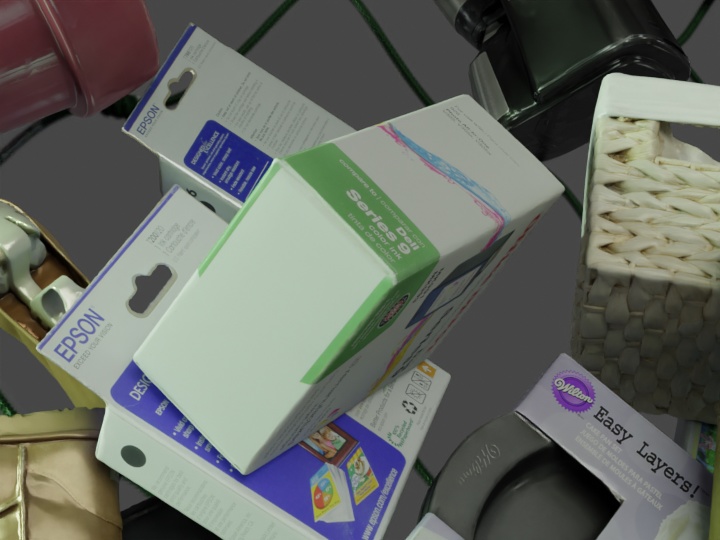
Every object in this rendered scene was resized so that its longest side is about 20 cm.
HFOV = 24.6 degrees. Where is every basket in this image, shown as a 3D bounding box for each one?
[{"bbox_3d":[0.191,-0.004,0.963,0.135,0.200,0.123,9,63,9],"label":"basket"}]

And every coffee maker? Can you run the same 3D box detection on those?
[{"bbox_3d":[0.127,-0.198,1.073,0.135,0.192,0.200,-7,63,-40],"label":"coffee maker"}]

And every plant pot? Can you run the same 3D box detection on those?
[{"bbox_3d":[-0.240,-0.149,0.938,0.179,0.200,0.200,-35,75,-15],"label":"plant pot"}]

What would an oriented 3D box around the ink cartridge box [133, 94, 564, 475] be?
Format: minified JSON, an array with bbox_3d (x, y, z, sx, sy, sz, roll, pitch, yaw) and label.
[{"bbox_3d":[0.000,0.000,0.852,0.088,0.145,0.200,44,31,10],"label":"ink cartridge box"}]

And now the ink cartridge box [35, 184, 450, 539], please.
[{"bbox_3d":[-0.060,0.061,0.894,0.200,0.043,0.198,35,32,-3],"label":"ink cartridge box"}]

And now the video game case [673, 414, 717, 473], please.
[{"bbox_3d":[0.282,0.128,1.032,0.182,0.022,0.200,21,57,-5],"label":"video game case"}]

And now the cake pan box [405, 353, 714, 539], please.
[{"bbox_3d":[0.120,0.164,0.850,0.200,0.052,0.184,41,54,7],"label":"cake pan box"}]

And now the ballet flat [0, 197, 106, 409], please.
[{"bbox_3d":[-0.179,0.007,0.929,0.200,0.063,0.069,41,59,9],"label":"ballet flat"}]

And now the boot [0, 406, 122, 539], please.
[{"bbox_3d":[-0.189,0.173,0.812,0.175,0.066,0.200,-9,65,0],"label":"boot"}]

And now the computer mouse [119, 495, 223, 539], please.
[{"bbox_3d":[-0.073,0.159,0.880,0.200,0.053,0.139,-16,66,-25],"label":"computer mouse"}]

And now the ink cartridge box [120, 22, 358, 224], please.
[{"bbox_3d":[-0.046,-0.057,1.008,0.200,0.039,0.099,34,56,-9],"label":"ink cartridge box"}]

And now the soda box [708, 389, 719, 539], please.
[{"bbox_3d":[0.220,0.073,0.817,0.068,0.064,0.200,5,88,-16],"label":"soda box"}]
